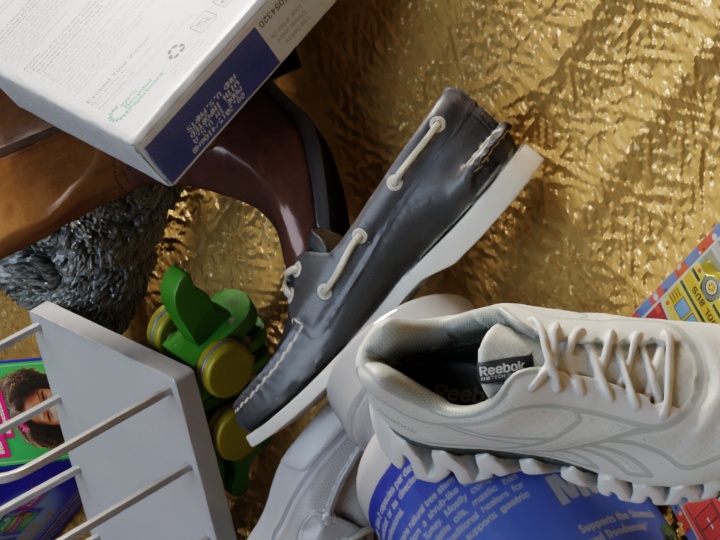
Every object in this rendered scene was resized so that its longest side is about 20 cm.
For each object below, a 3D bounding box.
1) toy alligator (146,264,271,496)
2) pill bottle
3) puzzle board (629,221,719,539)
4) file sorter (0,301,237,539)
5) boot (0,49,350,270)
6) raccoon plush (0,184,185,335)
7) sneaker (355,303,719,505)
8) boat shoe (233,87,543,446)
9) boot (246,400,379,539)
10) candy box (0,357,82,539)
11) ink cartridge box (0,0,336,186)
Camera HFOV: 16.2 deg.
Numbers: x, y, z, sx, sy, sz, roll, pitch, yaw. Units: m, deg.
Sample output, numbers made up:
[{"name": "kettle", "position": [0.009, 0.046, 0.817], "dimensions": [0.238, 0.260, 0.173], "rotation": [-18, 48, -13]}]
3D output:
[{"name": "toy alligator", "position": [-0.069, 0.076, 1.342], "dimensions": [0.059, 0.054, 0.201], "rotation": [32, 138, 45]}, {"name": "pill bottle", "position": [0.067, 0.109, 1.128], "dimensions": [0.201, 0.111, 0.112], "rotation": [56, 133, 30]}, {"name": "puzzle board", "position": [0.181, 0.077, 1.058], "dimensions": [0.151, 0.017, 0.201], "rotation": [-51, 56, 41]}, {"name": "file sorter", "position": [-0.153, 0.146, 1.347], "dimensions": [0.138, 0.124, 0.201], "rotation": [21, 132, 48]}, {"name": "boot", "position": [-0.115, -0.044, 1.274], "dimensions": [0.069, 0.199, 0.189], "rotation": [60, -171, -72]}, {"name": "raccoon plush", "position": [-0.118, -0.004, 1.398], "dimensions": [0.133, 0.097, 0.201], "rotation": [-12, 114, 38]}, {"name": "sneaker", "position": [0.092, 0.049, 1.037], "dimensions": [0.198, 0.081, 0.076], "rotation": [-2, 62, 18]}, {"name": "boat shoe", "position": [0.000, 0.000, 1.188], "dimensions": [0.060, 0.074, 0.200], "rotation": [43, 113, 0]}, {"name": "boot", "position": [-0.002, 0.142, 1.265], "dimensions": [0.096, 0.073, 0.201], "rotation": [42, 127, 21]}, {"name": "candy box", "position": [-0.263, 0.128, 1.471], "dimensions": [0.169, 0.199, 0.077], "rotation": [-48, 58, 42]}, {"name": "ink cartridge box", "position": [-0.093, -0.151, 1.262], "dimensions": [0.197, 0.043, 0.200], "rotation": [-49, 41, -11]}]
